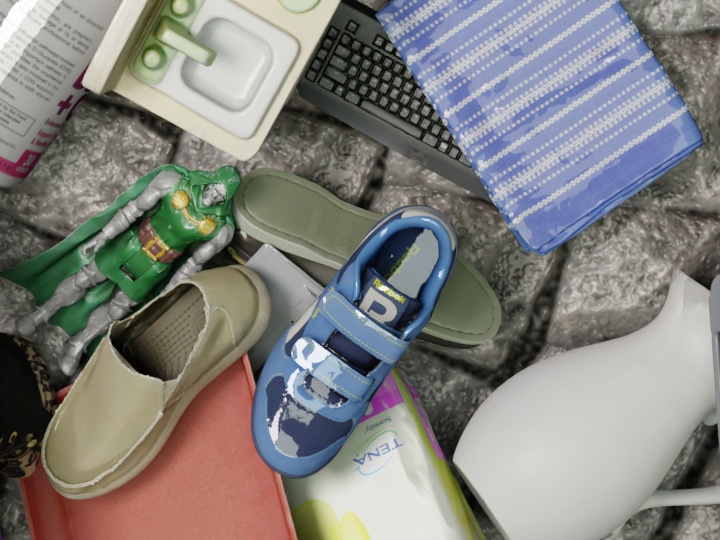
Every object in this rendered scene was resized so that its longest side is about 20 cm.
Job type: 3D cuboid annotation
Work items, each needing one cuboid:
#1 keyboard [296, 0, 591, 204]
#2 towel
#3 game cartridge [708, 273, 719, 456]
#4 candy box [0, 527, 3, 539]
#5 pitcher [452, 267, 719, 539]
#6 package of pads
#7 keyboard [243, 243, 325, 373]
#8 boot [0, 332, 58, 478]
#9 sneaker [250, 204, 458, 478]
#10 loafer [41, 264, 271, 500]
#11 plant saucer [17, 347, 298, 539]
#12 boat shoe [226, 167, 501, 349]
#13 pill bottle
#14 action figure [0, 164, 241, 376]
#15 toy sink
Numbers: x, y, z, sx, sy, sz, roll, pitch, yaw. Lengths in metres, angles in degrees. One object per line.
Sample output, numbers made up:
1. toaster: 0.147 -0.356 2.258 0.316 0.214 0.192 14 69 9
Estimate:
1. keyboard: 0.067 -0.129 1.309 0.199 0.021 0.128 28 100 -3
2. towel: 0.120 -0.127 1.285 0.144 0.024 0.201 -33 97 8
3. game cartridge: 0.277 0.086 1.279 0.041 0.133 0.202 0 101 30
4. candy box: -0.308 0.158 1.296 0.071 0.168 0.202 -8 98 11
5. pitcher: 0.177 0.121 1.304 0.199 0.121 0.172 -35 110 -4
6. package of pads: -0.005 0.167 1.303 0.154 0.068 0.201 -26 73 6
7. keyboard: -0.103 0.063 1.321 0.056 0.011 0.200 41 117 -6
8. boot: -0.250 0.116 1.256 0.073 0.151 0.202 -13 75 11
9. sneaker: -0.004 0.039 1.227 0.074 0.082 0.201 32 81 -5
10. loafer: -0.145 0.067 1.259 0.200 0.068 0.076 -48 60 11
11. plant saucer: -0.132 0.155 1.291 0.199 0.037 0.201 -26 66 21
12. boat shoe: 0.000 0.000 1.313 0.200 0.061 0.072 29 55 -3
13. pill bottle: -0.213 -0.165 1.269 0.113 0.113 0.200 38 99 -4
14. action figure: -0.148 -0.008 1.292 0.118 0.055 0.200 41 120 -15
15. toy sink: -0.083 -0.153 1.221 0.111 0.200 0.131 29 99 -2
